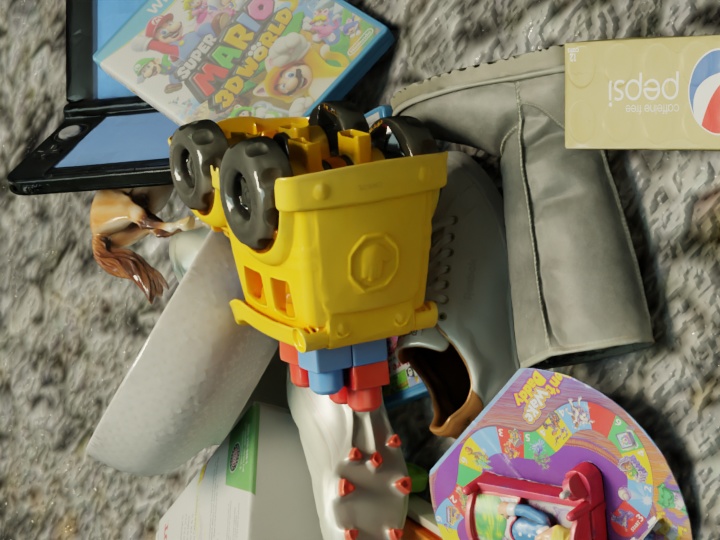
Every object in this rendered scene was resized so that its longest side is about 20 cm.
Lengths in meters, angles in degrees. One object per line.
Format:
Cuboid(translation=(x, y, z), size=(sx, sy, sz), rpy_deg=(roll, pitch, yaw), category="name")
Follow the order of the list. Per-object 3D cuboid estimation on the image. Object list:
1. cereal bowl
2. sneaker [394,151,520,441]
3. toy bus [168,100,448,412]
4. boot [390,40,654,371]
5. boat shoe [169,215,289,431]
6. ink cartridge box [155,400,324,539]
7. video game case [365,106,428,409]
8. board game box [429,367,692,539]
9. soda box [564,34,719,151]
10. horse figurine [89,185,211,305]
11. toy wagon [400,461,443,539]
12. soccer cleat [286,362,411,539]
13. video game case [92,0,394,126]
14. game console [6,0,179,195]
Cuboid(translation=(-0.112, 0.064, 1.729), size=(0.083, 0.200, 0.200), rpy_deg=(31, 127, -1), category="cereal bowl")
Cuboid(translation=(0.060, 0.015, 1.621), size=(0.073, 0.084, 0.201), rpy_deg=(-30, 67, 51), category="sneaker")
Cuboid(translation=(-0.033, -0.008, 1.607), size=(0.200, 0.135, 0.193), rpy_deg=(23, 121, 58), category="toy bus")
Cuboid(translation=(0.103, -0.035, 1.574), size=(0.181, 0.072, 0.201), rpy_deg=(-11, 90, 46), category="boot")
Cuboid(translation=(-0.085, 0.053, 1.848), size=(0.073, 0.062, 0.201), rpy_deg=(-25, 75, 16), category="boat shoe")
Cuboid(translation=(-0.081, 0.209, 1.766), size=(0.200, 0.087, 0.146), rpy_deg=(131, 148, -49), category="ink cartridge box")
Cuboid(translation=(0.000, 0.000, 1.741), size=(0.143, 0.018, 0.201), rpy_deg=(-24, 73, 50), category="video game case")
Cuboid(translation=(0.113, 0.161, 1.551), size=(0.158, 0.039, 0.200), rpy_deg=(49, 131, 12), category="board game box")
Cuboid(translation=(0.208, -0.104, 1.434), size=(0.200, 0.064, 0.068), rpy_deg=(4, 96, 52), category="soda box")
Cuboid(translation=(-0.151, -0.059, 1.846), size=(0.132, 0.200, 0.050), rpy_deg=(-4, 131, 33), category="horse figurine")
Cuboid(translation=(0.050, 0.231, 1.686), size=(0.200, 0.039, 0.156), rpy_deg=(30, 116, 48), category="toy wagon")
Cuboid(translation=(-0.012, 0.116, 1.690), size=(0.078, 0.069, 0.201), rpy_deg=(-31, 61, 54), category="soccer cleat")
Cuboid(translation=(-0.087, -0.161, 1.768), size=(0.143, 0.018, 0.200), rpy_deg=(-48, 51, -8), category="video game case")
Cuboid(translation=(-0.161, -0.148, 1.824), size=(0.199, 0.176, 0.117), rpy_deg=(-3, 118, 28), category="game console")
